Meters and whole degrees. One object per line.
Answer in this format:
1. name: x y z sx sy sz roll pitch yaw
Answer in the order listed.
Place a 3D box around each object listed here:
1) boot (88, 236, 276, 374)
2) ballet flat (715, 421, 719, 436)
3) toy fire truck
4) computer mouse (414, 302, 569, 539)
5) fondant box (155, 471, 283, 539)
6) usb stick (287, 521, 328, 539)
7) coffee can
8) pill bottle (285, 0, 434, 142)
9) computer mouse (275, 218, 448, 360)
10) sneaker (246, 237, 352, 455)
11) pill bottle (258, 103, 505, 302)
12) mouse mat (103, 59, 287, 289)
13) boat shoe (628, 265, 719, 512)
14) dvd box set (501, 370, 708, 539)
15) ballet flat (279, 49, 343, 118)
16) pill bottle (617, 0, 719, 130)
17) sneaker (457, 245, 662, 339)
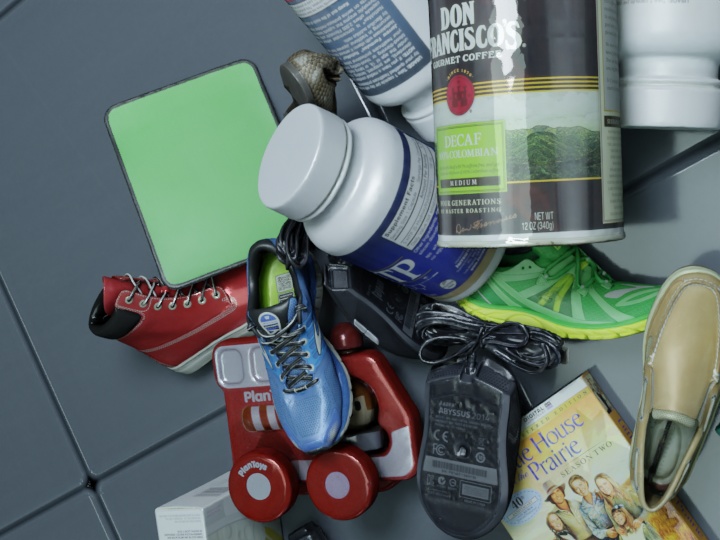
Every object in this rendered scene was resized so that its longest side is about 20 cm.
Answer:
1. boot: -0.163 0.017 1.056 0.199 0.144 0.073 -37 47 22
2. ballet flat: 0.327 0.053 0.882 0.070 0.067 0.202 14 102 17
3. toy fire truck: -0.042 0.137 1.033 0.198 0.112 0.170 -7 94 24
4. computer mouse: 0.105 0.134 0.964 0.137 0.053 0.202 12 100 25
5. fondant box: -0.126 0.310 1.072 0.058 0.144 0.202 -6 93 23
6. usb stick: -0.010 0.341 1.077 0.201 0.032 0.055 60 150 9
7. coffee can: 0.126 -0.122 0.837 0.145 0.146 0.202 -2 94 24
8. pill bottle: 0.028 -0.211 0.928 0.119 0.120 0.200 -31 116 23
9. computer mouse: 0.000 0.000 1.014 0.199 0.141 0.046 35 127 -23
10. sneaker: -0.066 0.064 0.968 0.078 0.089 0.202 -21 72 16
11. pill bottle: 0.019 -0.059 0.926 0.119 0.199 0.121 -34 45 42
12. mouse mat: -0.144 -0.096 1.057 0.160 0.008 0.201 -21 74 -8
13. boat shoe: 0.253 0.099 0.867 0.071 0.076 0.202 9 111 18
14. dvd box set: 0.202 0.212 0.976 0.146 0.029 0.201 -38 80 23
15. ballet flat: -0.038 -0.143 0.976 0.046 0.200 0.068 -37 77 -10
16. pill bottle: 0.246 -0.214 0.868 0.113 0.114 0.202 4 97 24
17. sneaker: 0.175 0.011 0.944 0.198 0.074 0.084 7 102 24
